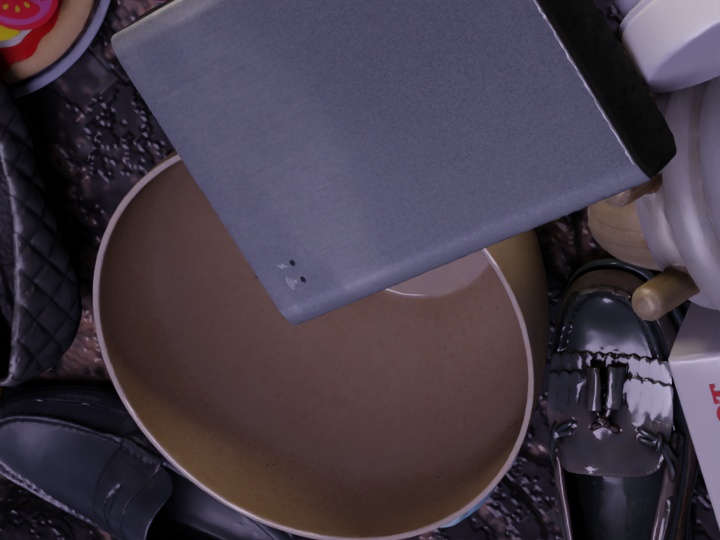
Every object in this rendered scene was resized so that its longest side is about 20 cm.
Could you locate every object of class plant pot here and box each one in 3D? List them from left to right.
[{"bbox_3d":[0.000,0.000,1.214,0.200,0.135,0.201,11,123,17],"label":"plant pot"}]

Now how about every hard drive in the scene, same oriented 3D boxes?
[{"bbox_3d":[0.009,-0.069,1.043,0.200,0.033,0.140,-23,104,44],"label":"hard drive"}]

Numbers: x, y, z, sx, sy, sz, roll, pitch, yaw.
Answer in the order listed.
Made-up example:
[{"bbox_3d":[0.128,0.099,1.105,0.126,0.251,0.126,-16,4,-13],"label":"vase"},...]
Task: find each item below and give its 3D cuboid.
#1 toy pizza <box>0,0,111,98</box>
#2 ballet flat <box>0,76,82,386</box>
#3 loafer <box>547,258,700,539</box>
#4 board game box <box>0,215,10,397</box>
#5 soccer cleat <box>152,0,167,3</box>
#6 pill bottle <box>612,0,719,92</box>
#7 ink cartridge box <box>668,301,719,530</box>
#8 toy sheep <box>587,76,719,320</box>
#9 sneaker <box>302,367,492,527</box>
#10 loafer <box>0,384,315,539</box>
[{"bbox_3d":[-0.207,-0.163,1.266,0.199,0.032,0.201,10,122,17],"label":"toy pizza"},{"bbox_3d":[-0.185,-0.039,1.286,0.066,0.057,0.200,-13,113,28],"label":"ballet flat"},{"bbox_3d":[0.121,0.094,1.263,0.072,0.063,0.201,4,120,20],"label":"loafer"},{"bbox_3d":[-0.224,0.033,1.394,0.095,0.030,0.200,24,127,7],"label":"board game box"},{"bbox_3d":[-0.045,-0.130,1.168,0.200,0.076,0.067,15,105,-37],"label":"soccer cleat"},{"bbox_3d":[0.097,-0.173,1.021,0.112,0.112,0.201,-34,75,34],"label":"pill bottle"},{"bbox_3d":[0.249,0.068,1.183,0.199,0.083,0.147,-8,116,26],"label":"ink cartridge box"},{"bbox_3d":[0.181,-0.038,1.119,0.199,0.138,0.138,-8,116,36],"label":"toy sheep"},{"bbox_3d":[-0.028,0.072,1.300,0.199,0.082,0.074,10,121,17],"label":"sneaker"},{"bbox_3d":[-0.099,0.110,1.359,0.200,0.070,0.068,17,123,13],"label":"loafer"}]
